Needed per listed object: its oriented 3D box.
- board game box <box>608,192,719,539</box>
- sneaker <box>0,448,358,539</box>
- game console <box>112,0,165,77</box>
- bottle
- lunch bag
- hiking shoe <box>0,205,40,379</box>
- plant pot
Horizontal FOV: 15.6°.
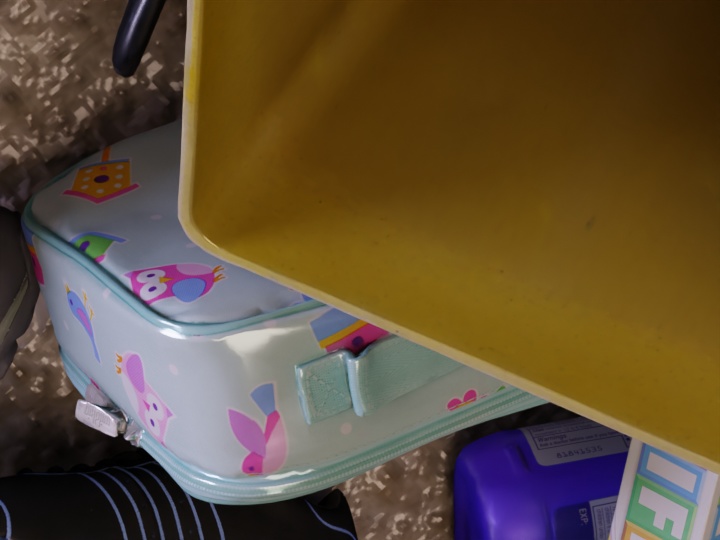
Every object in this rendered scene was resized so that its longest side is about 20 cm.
[{"bbox_3d":[0.136,0.055,0.868,0.134,0.034,0.200,-21,129,-47],"label":"board game box"},{"bbox_3d":[-0.085,0.095,0.919,0.200,0.078,0.070,19,140,-30],"label":"sneaker"},{"bbox_3d":[0.017,-0.155,0.738,0.176,0.116,0.200,3,126,-36],"label":"game console"},{"bbox_3d":[0.136,0.086,0.985,0.200,0.065,0.084,-10,129,-10],"label":"bottle"},{"bbox_3d":[0.000,0.000,0.841,0.200,0.160,0.077,-21,122,-22],"label":"lunch bag"},{"bbox_3d":[-0.200,0.028,0.865,0.200,0.076,0.101,-33,122,3],"label":"hiking shoe"},{"bbox_3d":[0.080,-0.089,0.707,0.200,0.177,0.200,23,148,9],"label":"plant pot"}]
